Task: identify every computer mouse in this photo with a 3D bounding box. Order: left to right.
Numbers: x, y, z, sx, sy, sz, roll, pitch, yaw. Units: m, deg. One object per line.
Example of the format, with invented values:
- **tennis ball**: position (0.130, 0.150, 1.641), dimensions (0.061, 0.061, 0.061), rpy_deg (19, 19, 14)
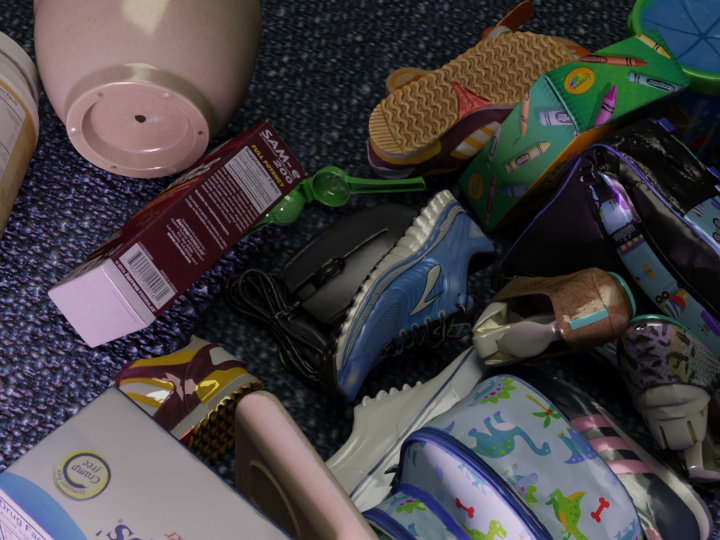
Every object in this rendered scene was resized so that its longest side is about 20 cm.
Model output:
- **computer mouse**: position (0.000, 0.000, 1.145), dimensions (0.199, 0.053, 0.138), rpy_deg (-31, 59, -28)

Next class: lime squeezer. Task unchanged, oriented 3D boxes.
- **lime squeezer**: position (-0.044, -0.052, 1.185), dimensions (0.198, 0.038, 0.071), rpy_deg (-18, 46, 0)

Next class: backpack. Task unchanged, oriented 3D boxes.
- **backpack**: position (0.083, 0.186, 0.899), dimensions (0.146, 0.201, 0.183), rpy_deg (-28, 59, -32)
- **backpack**: position (0.233, 0.004, 1.092), dimensions (0.200, 0.183, 0.134), rpy_deg (45, 41, 13)

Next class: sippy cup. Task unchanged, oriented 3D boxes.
- **sippy cup**: position (0.299, -0.173, 1.271), dimensions (0.176, 0.131, 0.141), rpy_deg (-10, 53, -14)

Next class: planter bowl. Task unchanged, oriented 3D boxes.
- **planter bowl**: position (-0.182, -0.166, 1.170), dimensions (0.198, 0.201, 0.136), rpy_deg (2, 53, -5)

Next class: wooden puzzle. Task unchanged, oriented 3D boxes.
- **wooden puzzle**: position (-0.021, 0.194, 0.887), dimensions (0.046, 0.201, 0.186), rpy_deg (-23, 56, -27)

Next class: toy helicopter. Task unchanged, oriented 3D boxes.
- **toy helicopter**: position (0.118, -0.186, 1.299), dimensions (0.197, 0.079, 0.133), rpy_deg (-8, 51, -8)

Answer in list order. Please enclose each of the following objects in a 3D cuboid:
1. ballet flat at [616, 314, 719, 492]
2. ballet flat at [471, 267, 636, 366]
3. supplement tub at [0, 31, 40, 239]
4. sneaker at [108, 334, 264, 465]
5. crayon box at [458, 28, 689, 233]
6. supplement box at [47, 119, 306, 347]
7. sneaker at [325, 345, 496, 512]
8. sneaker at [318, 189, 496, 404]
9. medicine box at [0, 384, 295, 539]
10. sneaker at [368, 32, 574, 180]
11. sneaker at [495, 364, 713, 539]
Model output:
- **ballet flat**: position (0.237, 0.106, 1.002), dimensions (0.071, 0.201, 0.073), rpy_deg (-15, 52, 21)
- **ballet flat**: position (0.124, 0.042, 1.010), dimensions (0.072, 0.200, 0.068), rpy_deg (-25, 93, -20)
- **supplement tub**: position (-0.343, -0.093, 1.123), dimensions (0.143, 0.145, 0.202), rpy_deg (8, 50, 0)
- **sneaker**: position (-0.168, 0.120, 1.022), dimensions (0.199, 0.076, 0.090), rpy_deg (-30, 51, -35)
- **crayon box**: position (0.172, -0.113, 1.159), dimensions (0.118, 0.200, 0.059), rpy_deg (-25, 78, -24)
- **supplement box**: position (-0.145, -0.030, 1.110), dimensions (0.061, 0.108, 0.200), rpy_deg (53, 55, -13)
- **sneaker**: position (0.030, 0.115, 1.040), dimensions (0.070, 0.073, 0.200), rpy_deg (33, 54, 18)
- **sneaker**: position (0.042, 0.029, 1.072), dimensions (0.089, 0.079, 0.200), rpy_deg (37, 63, 4)
- **medicine box**: position (-0.124, 0.206, 0.865), dimensions (0.182, 0.201, 0.103), rpy_deg (36, 56, 22)
- **sneaker**: position (0.096, -0.140, 1.221), dimensions (0.198, 0.090, 0.076), rpy_deg (-22, 70, -10)
- **sneaker**: position (0.162, 0.149, 1.029), dimensions (0.199, 0.071, 0.082), rpy_deg (37, 53, 24)
